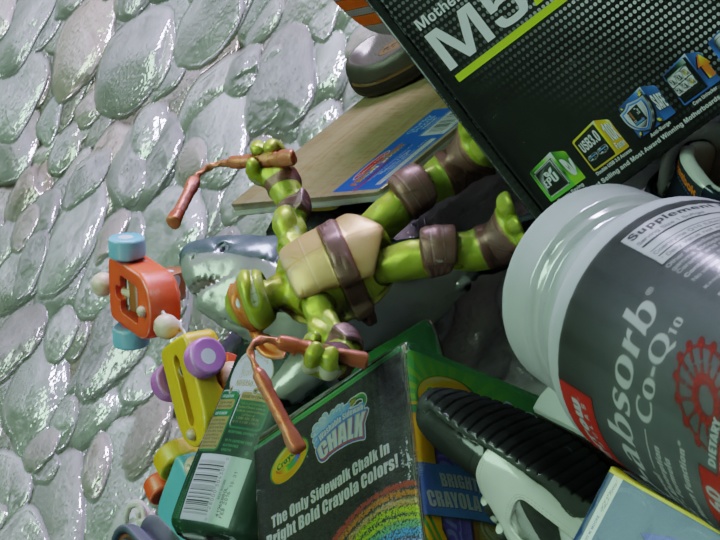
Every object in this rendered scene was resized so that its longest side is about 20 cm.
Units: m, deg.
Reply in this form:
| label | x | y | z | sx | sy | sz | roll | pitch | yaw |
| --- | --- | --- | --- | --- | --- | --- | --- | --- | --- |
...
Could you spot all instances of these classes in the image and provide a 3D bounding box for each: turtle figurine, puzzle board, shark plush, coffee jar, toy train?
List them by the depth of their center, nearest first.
| label | x | y | z | sx | sy | sz | roll | pitch | yaw |
| --- | --- | --- | --- | --- | --- | --- | --- | --- | --- |
| turtle figurine | 0.000 | 0.000 | 1.059 | 0.161 | 0.065 | 0.200 | -23 | 44 | 3 |
| shark plush | 0.008 | -0.010 | 1.154 | 0.199 | 0.091 | 0.083 | -22 | 50 | -4 |
| puzzle board | 0.038 | -0.089 | 1.214 | 0.200 | 0.017 | 0.150 | -41 | 21 | -28 |
| coffee jar | -0.028 | 0.068 | 1.218 | 0.085 | 0.104 | 0.201 | 0 | 68 | 53 |
| toy train | -0.104 | 0.081 | 1.304 | 0.150 | 0.055 | 0.201 | 19 | 115 | 59 |

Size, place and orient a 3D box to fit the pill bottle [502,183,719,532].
| label | x | y | z | sx | sy | sz | roll | pitch | yaw |
| --- | --- | --- | --- | --- | --- | --- | --- | --- | --- |
| pill bottle | 0.145 | 0.037 | 0.867 | 0.116 | 0.116 | 0.200 | -62 | 31 | 3 |

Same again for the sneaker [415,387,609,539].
| label | x | y | z | sx | sy | sz | roll | pitch | yaw |
| --- | --- | --- | --- | --- | --- | --- | --- | --- | --- |
| sneaker | 0.092 | 0.133 | 0.985 | 0.200 | 0.074 | 0.089 | 38 | 110 | 20 |

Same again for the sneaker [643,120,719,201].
| label | x | y | z | sx | sy | sz | roll | pitch | yaw |
| --- | --- | --- | --- | --- | --- | --- | --- | --- | --- |
| sneaker | 0.161 | -0.012 | 1.045 | 0.200 | 0.079 | 0.079 | -51 | 37 | 21 |

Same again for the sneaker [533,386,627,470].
| label | x | y | z | sx | sy | sz | roll | pitch | yaw |
| --- | --- | --- | --- | --- | --- | --- | --- | --- | --- |
| sneaker | 0.167 | 0.073 | 1.002 | 0.200 | 0.073 | 0.085 | 18 | 69 | 51 |

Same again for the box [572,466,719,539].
| label | x | y | z | sx | sy | sz | roll | pitch | yaw |
| --- | --- | --- | --- | --- | --- | --- | --- | --- | --- |
| box | 0.174 | 0.155 | 0.863 | 0.200 | 0.064 | 0.070 | 29 | 92 | 30 |

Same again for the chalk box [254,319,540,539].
| label | x | y | z | sx | sy | sz | roll | pitch | yaw |
| --- | --- | --- | --- | --- | --- | --- | --- | --- | --- |
| chalk box | 0.032 | 0.124 | 1.082 | 0.125 | 0.124 | 0.201 | -34 | 46 | 38 |

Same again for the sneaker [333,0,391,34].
| label | x | y | z | sx | sy | sz | roll | pitch | yaw |
| --- | --- | --- | --- | --- | --- | --- | --- | --- | --- |
| sneaker | 0.058 | -0.188 | 1.140 | 0.112 | 0.078 | 0.200 | -53 | 27 | -15 |

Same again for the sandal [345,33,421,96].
| label | x | y | z | sx | sy | sz | roll | pitch | yaw |
| --- | --- | --- | --- | --- | --- | --- | --- | --- | --- |
| sandal | 0.067 | -0.169 | 1.245 | 0.200 | 0.055 | 0.082 | -28 | 17 | 26 |

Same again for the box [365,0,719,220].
| label | x | y | z | sx | sy | sz | roll | pitch | yaw |
| --- | --- | --- | --- | --- | --- | --- | --- | --- | --- |
| box | 0.108 | -0.151 | 1.011 | 0.200 | 0.193 | 0.048 | -35 | 9 | 19 |

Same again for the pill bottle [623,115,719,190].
| label | x | y | z | sx | sy | sz | roll | pitch | yaw |
| --- | --- | --- | --- | --- | --- | --- | --- | --- | --- |
| pill bottle | 0.161 | -0.135 | 1.089 | 0.200 | 0.114 | 0.114 | -49 | 37 | 20 |

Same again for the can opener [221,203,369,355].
| label | x | y | z | sx | sy | sz | roll | pitch | yaw |
| --- | --- | --- | --- | --- | --- | --- | --- | --- | --- |
| can opener | -0.042 | 0.011 | 1.314 | 0.200 | 0.066 | 0.053 | -56 | 34 | 21 |

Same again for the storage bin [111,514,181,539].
| label | x | y | z | sx | sy | sz | roll | pitch | yaw |
| --- | --- | --- | --- | --- | --- | --- | --- | --- | --- |
| storage bin | -0.156 | 0.252 | 1.178 | 0.145 | 0.134 | 0.201 | 35 | 125 | 55 |
